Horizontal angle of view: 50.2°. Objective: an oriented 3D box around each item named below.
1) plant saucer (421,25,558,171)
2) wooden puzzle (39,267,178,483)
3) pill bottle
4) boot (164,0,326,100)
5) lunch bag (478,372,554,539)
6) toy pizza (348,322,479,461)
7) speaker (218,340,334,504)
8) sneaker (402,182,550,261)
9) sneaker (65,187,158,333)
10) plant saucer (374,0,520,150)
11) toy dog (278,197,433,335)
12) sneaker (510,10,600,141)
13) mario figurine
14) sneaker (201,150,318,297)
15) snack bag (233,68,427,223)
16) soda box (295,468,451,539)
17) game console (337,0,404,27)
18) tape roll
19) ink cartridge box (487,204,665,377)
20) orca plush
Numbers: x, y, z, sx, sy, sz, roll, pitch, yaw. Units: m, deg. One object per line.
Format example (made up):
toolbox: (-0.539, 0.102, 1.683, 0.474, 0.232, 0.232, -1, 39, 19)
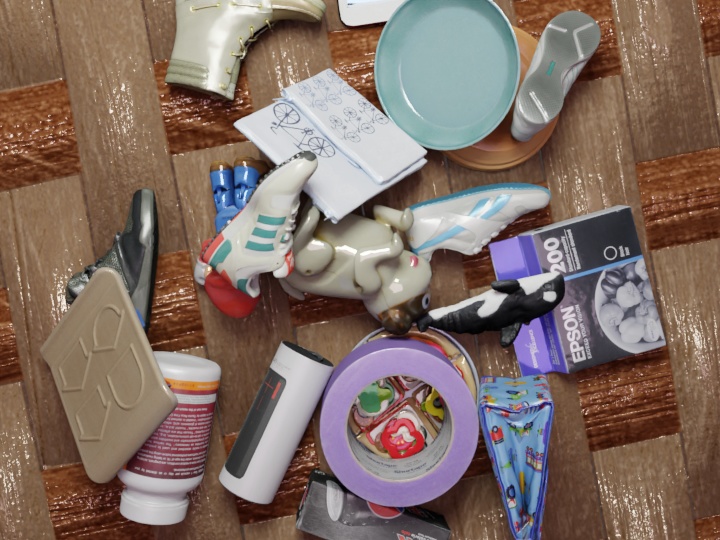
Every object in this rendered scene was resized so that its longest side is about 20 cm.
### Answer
plant saucer: (0.177, -0.237, 1.038, 0.198, 0.037, 0.203, 0, 91, -3)
wooden puzzle: (-0.304, 0.127, 0.941, 0.185, 0.046, 0.201, -46, 65, 27)
pill bottle: (-0.249, 0.213, 0.986, 0.112, 0.113, 0.202, 10, 90, -3)
boot: (-0.150, -0.297, 1.001, 0.198, 0.072, 0.156, 9, 90, 2)
lunch bag: (0.205, 0.249, 0.991, 0.093, 0.151, 0.202, -4, 95, 10)
toy pizza: (0.066, 0.171, 1.044, 0.198, 0.032, 0.203, 0, 92, -3)
speaker: (-0.109, 0.197, 1.011, 0.081, 0.081, 0.201, 25, 91, -4)
sneaker: (0.157, -0.068, 1.028, 0.198, 0.077, 0.082, -14, 99, 4)
sneaker: (-0.321, -0.012, 0.995, 0.113, 0.076, 0.202, 9, 96, -10)
plant saucer: (0.112, -0.256, 0.979, 0.198, 0.036, 0.202, 8, 107, 27)
toy dog: (0.000, 0.000, 0.982, 0.199, 0.140, 0.195, 28, 117, -8)
sneaker: (0.243, -0.253, 0.993, 0.070, 0.080, 0.201, 32, 70, 3)
mario figurine: (-0.155, -0.038, 1.004, 0.105, 0.123, 0.202, 5, 80, -28)
sneaker: (-0.095, -0.048, 0.880, 0.093, 0.070, 0.200, 45, 118, -3)
snack bag: (-0.035, -0.163, 0.957, 0.188, 0.021, 0.200, 44, 49, 11)
soda box: (0.016, 0.336, 1.030, 0.198, 0.063, 0.071, 20, 90, -4)
game console: (0.050, -0.435, 0.989, 0.118, 0.172, 0.202, -9, 93, -29)
tape roll: (0.047, 0.191, 0.985, 0.198, 0.085, 0.202, 0, 95, 0)
ink cartridge box: (0.294, 0.032, 1.049, 0.198, 0.043, 0.200, -16, 92, -1)
orca plush: (0.173, 0.063, 0.991, 0.198, 0.105, 0.072, -11, 67, -8)
